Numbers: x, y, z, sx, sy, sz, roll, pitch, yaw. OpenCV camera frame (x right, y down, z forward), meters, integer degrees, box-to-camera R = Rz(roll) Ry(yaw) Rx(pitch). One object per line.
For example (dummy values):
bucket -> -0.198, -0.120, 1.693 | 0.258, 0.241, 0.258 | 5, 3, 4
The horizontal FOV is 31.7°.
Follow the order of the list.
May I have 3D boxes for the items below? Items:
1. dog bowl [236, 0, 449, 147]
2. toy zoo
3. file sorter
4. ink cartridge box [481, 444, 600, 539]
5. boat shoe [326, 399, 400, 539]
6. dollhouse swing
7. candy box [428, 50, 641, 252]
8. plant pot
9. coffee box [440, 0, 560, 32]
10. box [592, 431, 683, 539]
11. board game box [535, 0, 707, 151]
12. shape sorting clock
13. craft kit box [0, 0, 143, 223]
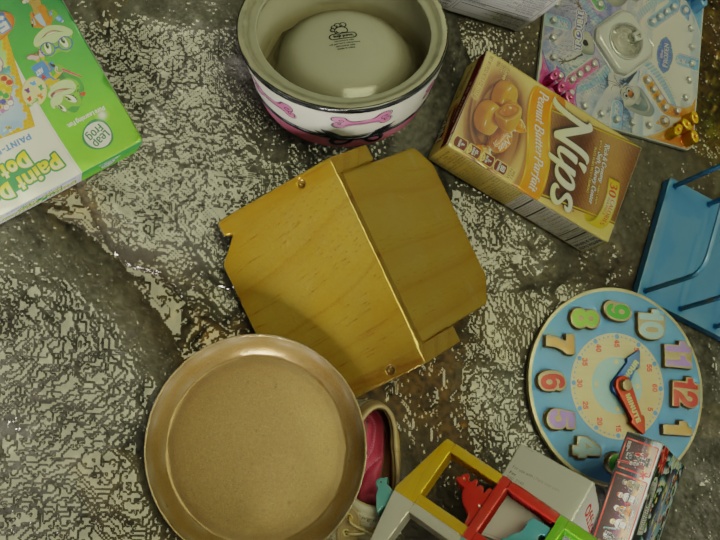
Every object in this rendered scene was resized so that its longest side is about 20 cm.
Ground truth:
dog bowl -> -0.017, -0.202, 1.194 | 0.196, 0.074, 0.203 | 1, 55, -1
toy zoo -> 0.093, 0.233, 1.084 | 0.199, 0.021, 0.132 | 32, 70, 23
file sorter -> 0.412, -0.006, 1.327 | 0.198, 0.123, 0.141 | 25, 71, -14
ink cartridge box -> 0.137, 0.284, 1.147 | 0.085, 0.147, 0.201 | 25, 67, 29
boat shoe -> 0.000, 0.216, 1.157 | 0.072, 0.069, 0.204 | 5, 78, -19
dollhouse swing -> 0.000, 0.000, 1.219 | 0.180, 0.176, 0.202 | -27, 90, 19
candy box -> 0.180, -0.120, 1.297 | 0.198, 0.055, 0.117 | 29, 71, -13
plant pot -> -0.093, 0.159, 1.131 | 0.196, 0.027, 0.204 | 0, 82, -1
coffee box -> 0.124, -0.385, 1.252 | 0.197, 0.197, 0.203 | 11, 75, -20
box -> 0.248, 0.262, 1.194 | 0.039, 0.137, 0.203 | 17, 81, 26
board game box -> 0.290, -0.250, 1.381 | 0.197, 0.026, 0.203 | 13, 76, -18
shape sorting clock -> 0.261, 0.117, 1.291 | 0.197, 0.039, 0.204 | 4, 78, -20
craft kit box -> -0.326, -0.151, 1.122 | 0.199, 0.048, 0.199 | -32, 94, -23
